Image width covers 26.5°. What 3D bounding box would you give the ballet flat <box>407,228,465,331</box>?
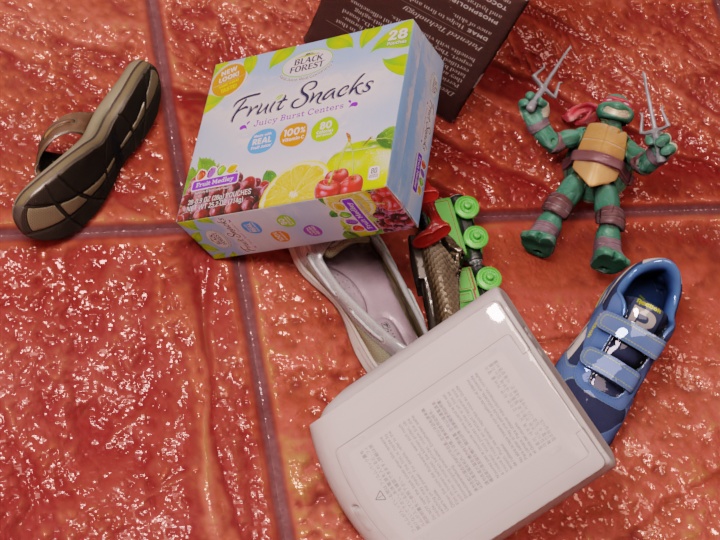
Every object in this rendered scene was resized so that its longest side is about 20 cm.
[{"bbox_3d":[0.080,0.058,1.269,0.046,0.067,0.201,-10,70,-6],"label":"ballet flat"}]

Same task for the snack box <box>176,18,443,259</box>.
[{"bbox_3d":[-0.040,-0.107,1.267,0.199,0.068,0.169,-7,56,28],"label":"snack box"}]

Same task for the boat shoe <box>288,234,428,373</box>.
[{"bbox_3d":[-0.001,0.001,1.288,0.074,0.065,0.203,-19,71,-26],"label":"boat shoe"}]

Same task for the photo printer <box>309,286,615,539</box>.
[{"bbox_3d":[0.071,0.135,1.185,0.200,0.069,0.167,-35,86,10],"label":"photo printer"}]

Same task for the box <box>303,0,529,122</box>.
[{"bbox_3d":[0.073,-0.280,1.384,0.164,0.200,0.166,27,58,-3],"label":"box"}]

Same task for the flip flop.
[{"bbox_3d":[-0.232,-0.104,1.268,0.057,0.081,0.200,20,56,13],"label":"flip flop"}]

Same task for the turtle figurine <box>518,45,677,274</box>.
[{"bbox_3d":[0.217,-0.102,1.392,0.149,0.101,0.201,7,69,26],"label":"turtle figurine"}]

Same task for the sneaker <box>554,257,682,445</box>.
[{"bbox_3d":[0.220,0.067,1.316,0.074,0.082,0.200,30,59,-3],"label":"sneaker"}]

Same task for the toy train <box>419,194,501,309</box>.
[{"bbox_3d":[0.096,0.025,1.324,0.056,0.042,0.201,-10,66,-11],"label":"toy train"}]

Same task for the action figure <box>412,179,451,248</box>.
[{"bbox_3d":[0.002,-0.089,1.324,0.099,0.065,0.200,-20,37,-1],"label":"action figure"}]
